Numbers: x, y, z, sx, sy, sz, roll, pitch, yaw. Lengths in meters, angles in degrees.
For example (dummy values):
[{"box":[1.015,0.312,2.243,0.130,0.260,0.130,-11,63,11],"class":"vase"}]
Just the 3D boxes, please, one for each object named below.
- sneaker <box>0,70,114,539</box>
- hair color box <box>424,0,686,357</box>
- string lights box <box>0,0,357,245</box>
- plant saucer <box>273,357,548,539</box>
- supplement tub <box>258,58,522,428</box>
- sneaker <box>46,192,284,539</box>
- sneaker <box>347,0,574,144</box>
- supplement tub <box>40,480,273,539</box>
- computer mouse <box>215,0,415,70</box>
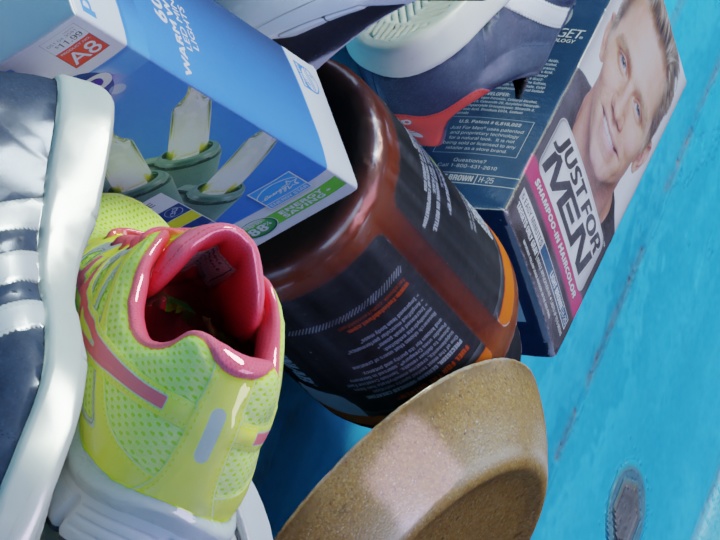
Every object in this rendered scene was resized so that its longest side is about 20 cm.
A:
[{"box":[-0.125,0.019,0.870,0.201,0.084,0.075,-90,-163,-44],"class":"sneaker"},{"box":[0.092,-0.064,1.434,0.201,0.060,0.100,-62,145,-37],"class":"hair color box"},{"box":[-0.095,-0.056,1.031,0.200,0.102,0.059,28,37,-59],"class":"string lights box"},{"box":[0.018,0.127,1.248,0.200,0.035,0.201,-39,155,-23],"class":"plant saucer"},{"box":[0.000,0.000,1.224,0.200,0.106,0.108,47,54,-54],"class":"supplement tub"},{"box":[-0.058,0.017,0.943,0.078,0.200,0.091,19,112,-22],"class":"sneaker"},{"box":[0.075,-0.133,1.333,0.200,0.075,0.085,-39,138,-20],"class":"sneaker"},{"box":[-0.128,0.114,0.963,0.200,0.144,0.146,-13,106,-61],"class":"supplement tub"},{"box":[-0.002,-0.128,1.126,0.044,0.199,0.110,41,19,-54],"class":"computer mouse"}]
